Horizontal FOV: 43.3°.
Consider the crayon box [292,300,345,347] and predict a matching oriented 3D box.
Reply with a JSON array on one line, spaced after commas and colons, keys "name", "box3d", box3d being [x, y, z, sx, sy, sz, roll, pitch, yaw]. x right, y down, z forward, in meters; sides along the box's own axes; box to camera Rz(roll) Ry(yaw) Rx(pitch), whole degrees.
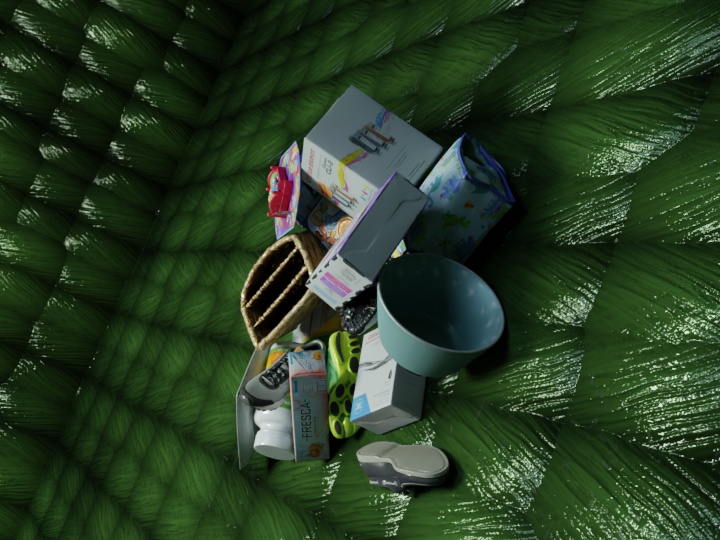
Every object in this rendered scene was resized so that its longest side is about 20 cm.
[{"name": "crayon box", "box3d": [-0.057, 0.076, 1.786, 0.200, 0.051, 0.127, -38, 36, 43]}]

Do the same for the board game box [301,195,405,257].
[{"name": "board game box", "box3d": [-0.001, -0.068, 1.673, 0.136, 0.200, 0.034, -51, -16, 26]}]

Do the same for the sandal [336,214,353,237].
[{"name": "sandal", "box3d": [-0.006, 0.003, 1.629, 0.079, 0.059, 0.209, -27, 83, 34]}]

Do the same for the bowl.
[{"name": "bowl", "box3d": [0.105, 0.081, 1.358, 0.202, 0.198, 0.106, -96, 21, -48]}]

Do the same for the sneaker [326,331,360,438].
[{"name": "sneaker", "box3d": [-0.025, 0.208, 1.606, 0.084, 0.073, 0.202, 102, 169, -54]}]

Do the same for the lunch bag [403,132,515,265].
[{"name": "lunch bag", "box3d": [0.151, -0.116, 1.490, 0.171, 0.127, 0.201, -52, 24, 23]}]

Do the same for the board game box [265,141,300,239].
[{"name": "board game box", "box3d": [-0.153, -0.147, 1.669, 0.200, 0.038, 0.161, 158, 115, -70]}]

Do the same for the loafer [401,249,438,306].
[{"name": "loafer", "box3d": [0.105, 0.007, 1.517, 0.074, 0.070, 0.200, -61, 27, 13]}]

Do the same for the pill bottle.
[{"name": "pill bottle", "box3d": [-0.138, 0.246, 1.711, 0.111, 0.110, 0.202, -26, 44, 51]}]

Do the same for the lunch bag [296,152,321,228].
[{"name": "lunch bag", "box3d": [-0.046, -0.156, 1.777, 0.170, 0.199, 0.128, -48, 13, 26]}]

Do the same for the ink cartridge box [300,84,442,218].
[{"name": "ink cartridge box", "box3d": [0.013, -0.186, 1.578, 0.145, 0.199, 0.146, -50, -10, -23]}]

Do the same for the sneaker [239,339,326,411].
[{"name": "sneaker", "box3d": [-0.136, 0.181, 1.607, 0.074, 0.199, 0.080, 32, 130, 30]}]

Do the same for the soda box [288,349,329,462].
[{"name": "soda box", "box3d": [-0.088, 0.235, 1.566, 0.069, 0.063, 0.202, -102, 10, -56]}]

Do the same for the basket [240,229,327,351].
[{"name": "basket", "box3d": [-0.147, 0.025, 1.711, 0.200, 0.143, 0.149, -46, -8, 27]}]

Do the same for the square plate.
[{"name": "square plate", "box3d": [-0.200, 0.252, 1.776, 0.201, 0.028, 0.200, -71, -14, -53]}]

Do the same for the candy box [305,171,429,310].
[{"name": "candy box", "box3d": [0.007, -0.041, 1.423, 0.169, 0.071, 0.200, -55, 6, -22]}]

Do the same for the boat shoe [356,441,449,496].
[{"name": "boat shoe", "box3d": [0.069, 0.302, 1.361, 0.199, 0.072, 0.064, -3, 106, 55]}]

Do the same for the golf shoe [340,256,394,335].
[{"name": "golf shoe", "box3d": [0.030, 0.061, 1.518, 0.077, 0.095, 0.201, -7, 29, 28]}]

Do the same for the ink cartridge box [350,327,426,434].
[{"name": "ink cartridge box", "box3d": [0.053, 0.153, 1.492, 0.115, 0.066, 0.202, -32, 40, 47]}]
